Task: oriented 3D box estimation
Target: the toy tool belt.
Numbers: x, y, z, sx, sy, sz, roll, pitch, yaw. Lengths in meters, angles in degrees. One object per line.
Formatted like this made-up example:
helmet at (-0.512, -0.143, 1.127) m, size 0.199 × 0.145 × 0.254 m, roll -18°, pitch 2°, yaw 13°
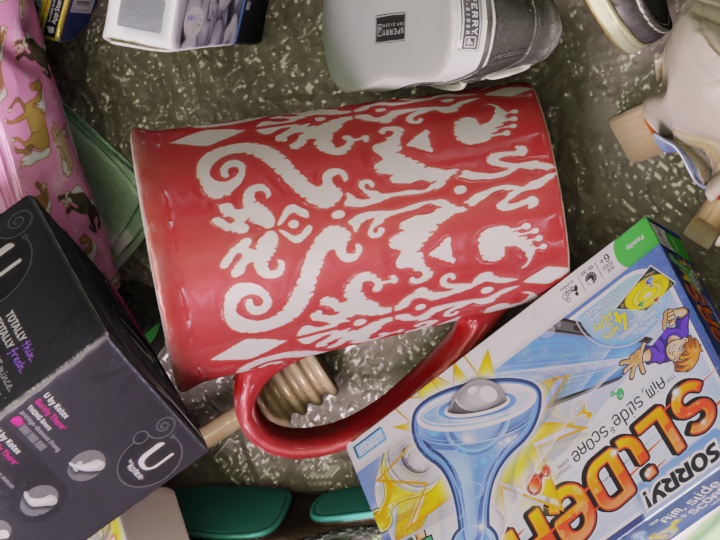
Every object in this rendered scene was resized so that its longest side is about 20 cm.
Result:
toy tool belt at (0.218, -0.046, 1.201) m, size 0.200 × 0.125 × 0.123 m, roll 41°, pitch 135°, yaw 13°

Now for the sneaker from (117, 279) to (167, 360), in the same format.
sneaker at (-0.163, 0.087, 1.339) m, size 0.200 × 0.085 × 0.078 m, roll -48°, pitch 36°, yaw 17°

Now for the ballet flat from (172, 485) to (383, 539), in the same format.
ballet flat at (-0.029, 0.149, 1.306) m, size 0.200 × 0.074 × 0.074 m, roll -5°, pitch 93°, yaw 20°

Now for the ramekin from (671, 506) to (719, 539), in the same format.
ramekin at (0.204, 0.148, 1.216) m, size 0.200 × 0.098 × 0.200 m, roll 1°, pitch 95°, yaw 16°

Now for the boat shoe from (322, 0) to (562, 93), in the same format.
boat shoe at (0.036, -0.118, 1.219) m, size 0.064 × 0.200 × 0.071 m, roll 1°, pitch 98°, yaw -21°

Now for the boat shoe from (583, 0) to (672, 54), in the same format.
boat shoe at (0.125, -0.210, 1.225) m, size 0.066 × 0.072 × 0.201 m, roll -17°, pitch 85°, yaw 22°

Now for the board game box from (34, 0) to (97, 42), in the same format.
board game box at (-0.212, -0.246, 1.327) m, size 0.200 × 0.062 × 0.200 m, roll 20°, pitch 100°, yaw 15°

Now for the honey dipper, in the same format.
honey dipper at (-0.105, 0.101, 1.311) m, size 0.200 × 0.038 × 0.038 m, roll -31°, pitch 85°, yaw 2°

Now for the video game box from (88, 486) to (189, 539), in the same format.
video game box at (-0.124, 0.235, 1.237) m, size 0.047 × 0.200 × 0.182 m, roll 11°, pitch 121°, yaw -26°

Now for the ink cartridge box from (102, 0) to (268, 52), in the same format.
ink cartridge box at (-0.069, -0.209, 1.217) m, size 0.043 × 0.198 × 0.200 m, roll 10°, pitch 98°, yaw 9°

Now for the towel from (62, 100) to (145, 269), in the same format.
towel at (-0.218, -0.010, 1.368) m, size 0.153 × 0.023 × 0.200 m, roll 41°, pitch 105°, yaw 10°

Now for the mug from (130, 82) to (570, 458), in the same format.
mug at (-0.002, -0.010, 1.247) m, size 0.200 × 0.178 × 0.134 m, roll -11°, pitch 51°, yaw -2°

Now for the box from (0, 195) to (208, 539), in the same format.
box at (-0.195, 0.082, 1.194) m, size 0.200 × 0.106 × 0.122 m, roll -36°, pitch 45°, yaw 1°

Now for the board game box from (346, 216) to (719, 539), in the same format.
board game box at (0.095, 0.087, 1.193) m, size 0.200 × 0.034 × 0.136 m, roll -39°, pitch 53°, yaw 21°

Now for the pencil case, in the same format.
pencil case at (-0.184, -0.066, 1.272) m, size 0.083 × 0.086 × 0.200 m, roll 0°, pitch 111°, yaw 42°
